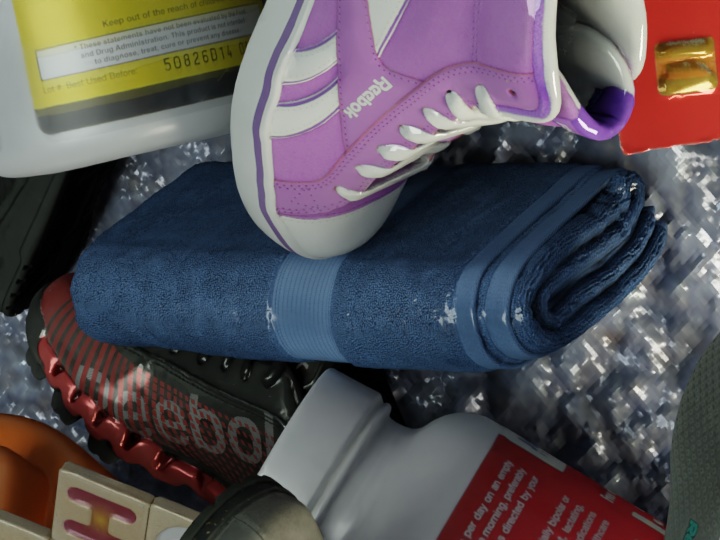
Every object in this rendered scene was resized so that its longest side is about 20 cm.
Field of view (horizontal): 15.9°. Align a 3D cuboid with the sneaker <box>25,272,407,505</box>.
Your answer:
[{"bbox_3d":[-0.044,0.050,0.989,0.200,0.071,0.098,37,121,20],"label":"sneaker"}]

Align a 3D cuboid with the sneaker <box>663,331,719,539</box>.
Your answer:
[{"bbox_3d":[0.116,0.114,0.790,0.201,0.080,0.070,-64,26,7],"label":"sneaker"}]

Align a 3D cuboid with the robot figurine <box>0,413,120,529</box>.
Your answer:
[{"bbox_3d":[-0.130,0.127,1.005,0.143,0.200,0.117,-34,61,2],"label":"robot figurine"}]

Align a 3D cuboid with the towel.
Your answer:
[{"bbox_3d":[0.000,0.000,0.919,0.199,0.112,0.049,3,116,34],"label":"towel"}]

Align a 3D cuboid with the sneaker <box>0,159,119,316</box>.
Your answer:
[{"bbox_3d":[-0.148,-0.059,1.041,0.104,0.060,0.200,42,126,14],"label":"sneaker"}]

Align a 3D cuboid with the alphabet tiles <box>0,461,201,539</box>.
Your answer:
[{"bbox_3d":[-0.067,0.156,0.888,0.166,0.008,0.201,21,130,11],"label":"alphabet tiles"}]

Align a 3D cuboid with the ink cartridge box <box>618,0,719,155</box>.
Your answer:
[{"bbox_3d":[0.146,-0.143,0.762,0.050,0.160,0.202,-149,51,-78],"label":"ink cartridge box"}]

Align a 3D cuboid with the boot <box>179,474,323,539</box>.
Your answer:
[{"bbox_3d":[0.013,0.156,0.780,0.130,0.068,0.201,25,142,34],"label":"boot"}]

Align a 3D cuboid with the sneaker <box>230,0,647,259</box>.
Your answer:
[{"bbox_3d":[0.025,-0.053,0.789,0.114,0.072,0.201,43,143,23],"label":"sneaker"}]

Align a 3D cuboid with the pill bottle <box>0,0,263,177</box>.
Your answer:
[{"bbox_3d":[-0.101,-0.140,0.904,0.111,0.112,0.202,-7,98,36],"label":"pill bottle"}]

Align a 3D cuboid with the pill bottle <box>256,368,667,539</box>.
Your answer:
[{"bbox_3d":[0.053,0.121,0.883,0.199,0.112,0.113,31,119,4],"label":"pill bottle"}]
